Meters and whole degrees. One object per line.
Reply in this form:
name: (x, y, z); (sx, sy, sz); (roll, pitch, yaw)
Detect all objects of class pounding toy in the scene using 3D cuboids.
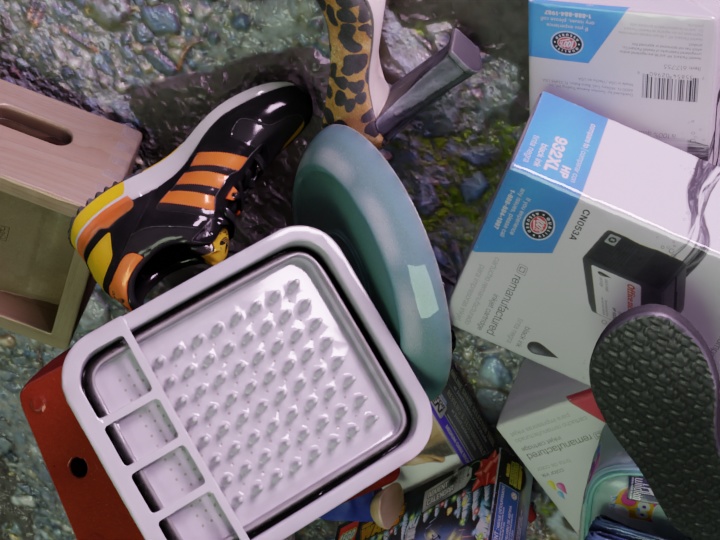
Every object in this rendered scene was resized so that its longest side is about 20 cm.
pounding toy: (-0.281, -0.078, 1.143); (0.199, 0.142, 0.184); (21, 132, -6)

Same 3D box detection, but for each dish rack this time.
dish rack: (-0.071, 0.084, 0.948); (0.172, 0.200, 0.044); (59, 164, 4)

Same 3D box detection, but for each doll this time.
doll: (-0.068, 0.158, 1.182); (0.199, 0.048, 0.137); (-2, 115, 29)

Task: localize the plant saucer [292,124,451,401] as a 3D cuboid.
plant saucer: (0.000, 0.000, 1.013); (0.200, 0.027, 0.201); (51, 151, 42)

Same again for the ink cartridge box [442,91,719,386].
ink cartridge box: (0.171, 0.001, 0.924); (0.199, 0.084, 0.145); (24, 134, 3)

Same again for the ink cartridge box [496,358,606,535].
ink cartridge box: (0.218, 0.142, 1.099); (0.147, 0.086, 0.200); (-25, 110, 35)

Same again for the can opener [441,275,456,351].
can opener: (-0.018, 0.028, 1.146); (0.199, 0.079, 0.063); (11, 167, 21)

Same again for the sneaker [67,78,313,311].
sneaker: (-0.103, -0.048, 1.044); (0.090, 0.200, 0.070); (53, 177, 25)

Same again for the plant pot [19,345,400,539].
plant pot: (-0.122, 0.109, 1.067); (0.200, 0.176, 0.200); (-26, 84, 23)

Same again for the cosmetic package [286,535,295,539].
cosmetic package: (-0.154, 0.280, 1.289); (0.103, 0.088, 0.200); (18, 146, -35)

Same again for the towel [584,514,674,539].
towel: (0.234, 0.230, 0.972); (0.199, 0.049, 0.112); (10, 124, 7)

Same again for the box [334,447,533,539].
box: (0.044, 0.231, 1.130); (0.040, 0.137, 0.200); (34, 136, -23)

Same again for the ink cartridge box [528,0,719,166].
ink cartridge box: (0.171, -0.093, 0.952); (0.116, 0.068, 0.201); (9, 129, 18)

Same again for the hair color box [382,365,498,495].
hair color box: (-0.003, 0.136, 1.209); (0.199, 0.065, 0.110); (-17, 116, 31)

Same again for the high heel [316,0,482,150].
high heel: (-0.034, -0.163, 0.991); (0.200, 0.072, 0.142); (43, 129, -17)

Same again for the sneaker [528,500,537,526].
sneaker: (0.075, 0.213, 1.238); (0.071, 0.113, 0.200); (39, 163, -20)

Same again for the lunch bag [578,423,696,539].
lunch bag: (0.233, 0.194, 1.025); (0.160, 0.077, 0.201); (9, 126, 15)

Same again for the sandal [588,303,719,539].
sandal: (0.191, 0.087, 0.901); (0.075, 0.048, 0.201); (-7, 131, 25)
